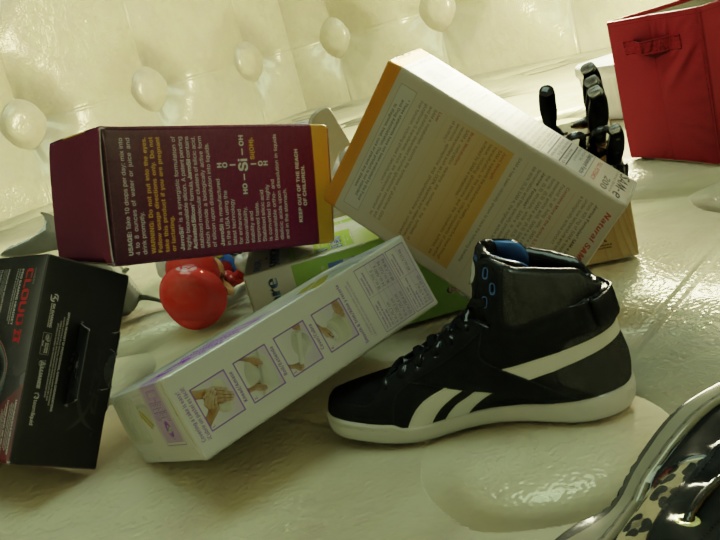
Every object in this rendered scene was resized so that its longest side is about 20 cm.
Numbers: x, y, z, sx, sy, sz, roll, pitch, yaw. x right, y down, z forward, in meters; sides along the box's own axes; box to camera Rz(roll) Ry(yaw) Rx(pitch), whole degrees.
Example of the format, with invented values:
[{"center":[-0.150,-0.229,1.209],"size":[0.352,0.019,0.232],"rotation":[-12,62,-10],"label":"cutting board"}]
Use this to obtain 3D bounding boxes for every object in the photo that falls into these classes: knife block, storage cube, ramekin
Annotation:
[{"center":[0.200,-0.101,0.770],"size":[0.063,0.177,0.200],"rotation":[-11,15,11],"label":"knife block"},{"center":[0.432,-0.243,1.037],"size":[0.198,0.182,0.171],"rotation":[-21,16,-16],"label":"storage cube"},{"center":[0.471,-0.323,1.443],"size":[0.200,0.095,0.203],"rotation":[-14,15,4],"label":"ramekin"}]

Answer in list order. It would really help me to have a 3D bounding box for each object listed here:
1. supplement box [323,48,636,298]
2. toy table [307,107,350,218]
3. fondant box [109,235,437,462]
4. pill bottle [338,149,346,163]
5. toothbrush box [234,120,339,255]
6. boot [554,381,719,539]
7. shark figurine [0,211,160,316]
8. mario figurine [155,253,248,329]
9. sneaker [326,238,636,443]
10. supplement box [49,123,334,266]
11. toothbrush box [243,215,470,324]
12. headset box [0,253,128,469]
[{"center":[0.088,-0.061,0.646],"size":[0.199,0.127,0.074],"rotation":[34,30,8],"label":"supplement box"},{"center":[-0.036,-0.074,0.956],"size":[0.117,0.185,0.200],"rotation":[-34,27,-7],"label":"toy table"},{"center":[-0.062,0.057,0.596],"size":[0.199,0.059,0.144],"rotation":[-33,4,-30],"label":"fondant box"},{"center":[0.077,-0.157,1.209],"size":[0.198,0.115,0.114],"rotation":[-18,15,-10],"label":"pill bottle"},{"center":[-0.124,-0.123,1.227],"size":[0.199,0.148,0.085],"rotation":[-25,18,-30],"label":"toothbrush box"},{"center":[0.151,0.112,0.273],"size":[0.203,0.074,0.153],"rotation":[-29,23,-29],"label":"boot"},{"center":[-0.301,0.027,0.965],"size":[0.127,0.215,0.090],"rotation":[22,71,19],"label":"shark figurine"},{"center":[-0.167,-0.011,0.939],"size":[0.124,0.106,0.200],"rotation":[-48,2,11],"label":"mario figurine"},{"center":[0.063,0.039,0.532],"size":[0.198,0.113,0.073],"rotation":[-10,15,19],"label":"sneaker"},{"center":[-0.139,-0.064,0.705],"size":[0.198,0.104,0.130],"rotation":[-8,7,-36],"label":"supplement box"},{"center":[0.000,0.000,0.785],"size":[0.198,0.087,0.146],"rotation":[-17,14,0],"label":"toothbrush box"},{"center":[-0.265,0.069,0.658],"size":[0.199,0.150,0.075],"rotation":[-2,-14,40],"label":"headset box"}]
